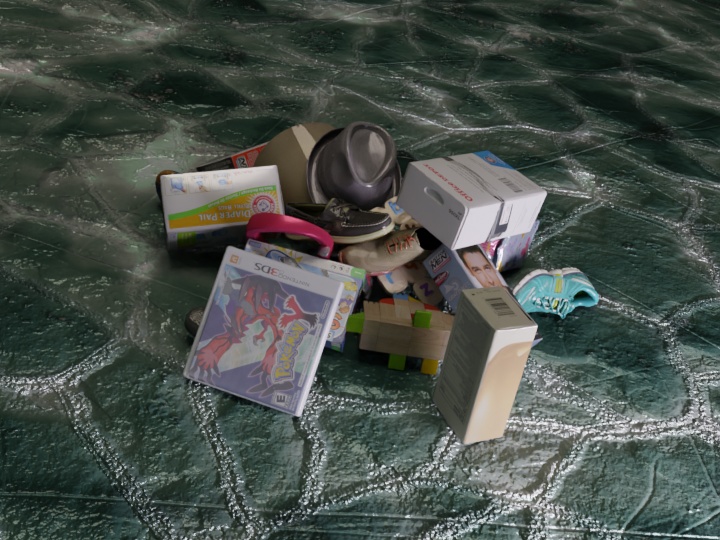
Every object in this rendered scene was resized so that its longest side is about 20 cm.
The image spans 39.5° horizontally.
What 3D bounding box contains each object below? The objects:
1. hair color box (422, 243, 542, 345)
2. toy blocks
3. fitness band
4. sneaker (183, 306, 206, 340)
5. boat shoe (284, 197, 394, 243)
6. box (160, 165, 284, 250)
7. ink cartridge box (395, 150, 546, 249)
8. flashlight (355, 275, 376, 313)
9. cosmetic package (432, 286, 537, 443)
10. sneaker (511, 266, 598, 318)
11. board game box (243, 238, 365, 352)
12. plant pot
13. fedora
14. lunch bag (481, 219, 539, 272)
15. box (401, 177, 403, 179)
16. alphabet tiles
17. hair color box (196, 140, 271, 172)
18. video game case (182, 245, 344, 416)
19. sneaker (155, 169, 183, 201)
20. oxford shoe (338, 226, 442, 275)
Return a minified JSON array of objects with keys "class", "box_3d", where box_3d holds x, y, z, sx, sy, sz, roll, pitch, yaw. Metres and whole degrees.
[{"class":"hair color box","box_3d":[0.194,0.047,1.599,0.099,0.061,0.200,-5,58,-53]},{"class":"toy blocks","box_3d":[0.074,0.084,1.586,0.199,0.100,0.137,8,20,-5]},{"class":"fitness band","box_3d":[-0.117,-0.042,1.643,0.143,0.200,0.038,15,73,0]},{"class":"sneaker","box_3d":[-0.166,0.079,1.491,0.199,0.091,0.078,11,54,4]},{"class":"boat shoe","box_3d":[-0.043,-0.086,1.655,0.200,0.066,0.072,1,25,29]},{"class":"box","box_3d":[-0.235,-0.106,1.705,0.199,0.113,0.102,-6,76,-12]},{"class":"ink cartridge box","box_3d":[0.180,-0.118,1.634,0.200,0.084,0.145,-13,43,-41]},{"class":"flashlight","box_3d":[0.000,0.000,1.714,0.068,0.068,0.200,36,27,-8]},{"class":"cosmetic package","box_3d":[0.173,0.133,1.415,0.071,0.201,0.105,-4,35,-25]},{"class":"sneaker","box_3d":[0.332,0.043,1.733,0.199,0.078,0.080,-12,47,-32]},{"class":"board game box","box_3d":[-0.104,0.038,1.584,0.199,0.034,0.136,14,64,7]},{"class":"plant pot","box_3d":[-0.073,-0.132,1.813,0.187,0.188,0.200,-9,50,-28]},{"class":"fedora","box_3d":[0.002,-0.178,1.724,0.176,0.090,0.200,22,58,-11]},{"class":"lunch bag","box_3d":[0.198,-0.083,1.813,0.200,0.128,0.169,23,15,25]},{"class":"box","box_3d":[0.076,-0.165,1.967,0.199,0.033,0.121,13,1,12]},{"class":"alphabet tiles","box_3d":[0.104,-0.041,1.690,0.200,0.015,0.196,-30,76,-19]},{"class":"hair color box","box_3d":[-0.204,-0.207,1.935,0.111,0.064,0.200,-10,12,43]},{"class":"video game case","box_3d":[-0.139,0.085,1.431,0.182,0.201,0.023,17,-6,11]},{"class":"sneaker","box_3d":[-0.279,-0.127,1.833,0.200,0.075,0.088,28,27,11]},{"class":"oxford shoe","box_3d":[0.063,-0.043,1.634,0.199,0.075,0.071,-12,71,-15]}]
